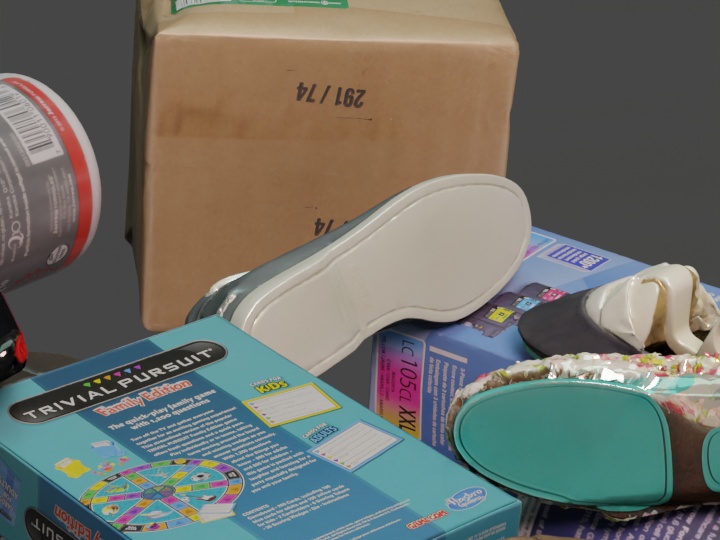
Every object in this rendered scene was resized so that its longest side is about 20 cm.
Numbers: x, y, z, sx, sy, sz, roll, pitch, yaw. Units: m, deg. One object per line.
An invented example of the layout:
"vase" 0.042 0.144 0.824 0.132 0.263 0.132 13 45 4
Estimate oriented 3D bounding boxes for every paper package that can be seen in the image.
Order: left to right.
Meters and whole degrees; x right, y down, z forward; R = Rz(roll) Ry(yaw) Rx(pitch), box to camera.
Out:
"paper package" -0.023 -0.067 1.379 0.200 0.191 0.103 0 28 -10

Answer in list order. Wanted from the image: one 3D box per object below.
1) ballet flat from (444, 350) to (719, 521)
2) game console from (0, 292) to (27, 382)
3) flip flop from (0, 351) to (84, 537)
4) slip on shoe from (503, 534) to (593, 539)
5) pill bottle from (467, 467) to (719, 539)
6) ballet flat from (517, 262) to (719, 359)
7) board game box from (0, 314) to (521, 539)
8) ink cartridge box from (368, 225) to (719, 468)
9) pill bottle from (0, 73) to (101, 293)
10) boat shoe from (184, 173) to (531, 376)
"ballet flat" 0.137 0.065 1.072 0.200 0.076 0.064 2 19 6
"game console" -0.240 0.067 1.105 0.200 0.031 0.177 -28 7 -7
"flip flop" -0.187 0.102 1.170 0.200 0.058 0.081 -33 53 -30
"slip on shoe" 0.087 0.188 0.982 0.061 0.076 0.200 23 46 -27
"pill bottle" 0.149 0.132 1.119 0.200 0.111 0.111 23 31 29
"ballet flat" 0.160 0.036 1.172 0.200 0.073 0.073 26 33 35
"board game box" -0.056 0.096 1.063 0.151 0.047 0.200 -18 34 -38
"ink cartridge box" 0.123 0.055 1.284 0.200 0.076 0.136 21 33 30
"pill bottle" -0.244 -0.027 1.335 0.116 0.116 0.200 26 33 33
"boat shoe" 0.000 0.000 1.239 0.200 0.073 0.062 -27 22 -36
